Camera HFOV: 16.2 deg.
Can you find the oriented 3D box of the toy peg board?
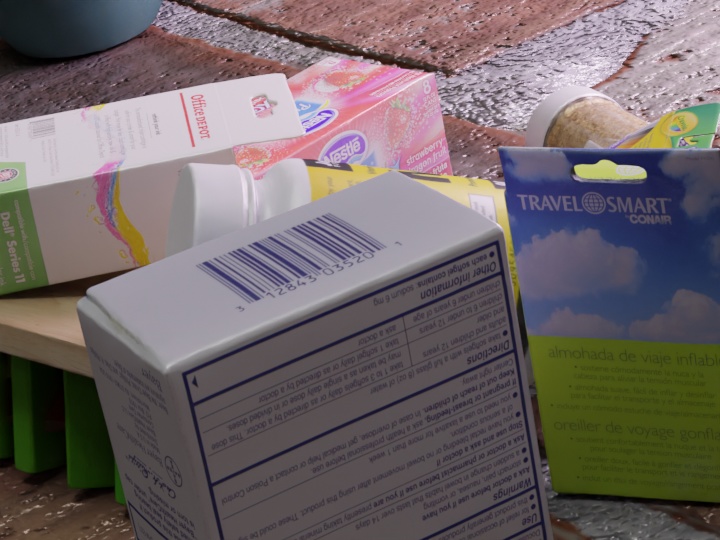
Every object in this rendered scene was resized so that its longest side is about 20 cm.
[{"bbox_3d":[-0.124,0.060,1.476,0.200,0.098,0.199,13,19,43],"label":"toy peg board"}]

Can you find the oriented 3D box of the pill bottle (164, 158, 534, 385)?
[{"bbox_3d":[0.000,0.000,1.358,0.200,0.114,0.114,6,21,-13],"label":"pill bottle"}]

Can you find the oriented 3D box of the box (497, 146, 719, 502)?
[{"bbox_3d":[0.144,0.021,1.278,0.122,0.200,0.048,1,27,26],"label":"box"}]

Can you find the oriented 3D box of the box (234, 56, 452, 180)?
[{"bbox_3d":[-0.042,-0.057,1.658,0.103,0.095,0.200,13,34,42],"label":"box"}]

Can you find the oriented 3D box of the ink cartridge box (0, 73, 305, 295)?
[{"bbox_3d":[-0.131,-0.053,1.494,0.200,0.067,0.117,-11,25,-3],"label":"ink cartridge box"}]

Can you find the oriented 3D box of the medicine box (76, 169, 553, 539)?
[{"bbox_3d":[-0.018,0.082,1.218,0.182,0.200,0.103,-23,29,-23],"label":"medicine box"}]

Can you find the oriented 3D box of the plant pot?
[{"bbox_3d":[-0.250,-0.275,2.144,0.200,0.161,0.201,-10,24,4],"label":"plant pot"}]

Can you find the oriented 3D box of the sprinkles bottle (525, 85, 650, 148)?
[{"bbox_3d":[0.178,-0.060,1.601,0.068,0.068,0.200,-20,26,-18],"label":"sprinkles bottle"}]

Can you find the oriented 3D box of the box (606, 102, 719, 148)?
[{"bbox_3d":[0.127,-0.024,1.476,0.200,0.048,0.117,-31,13,25],"label":"box"}]
